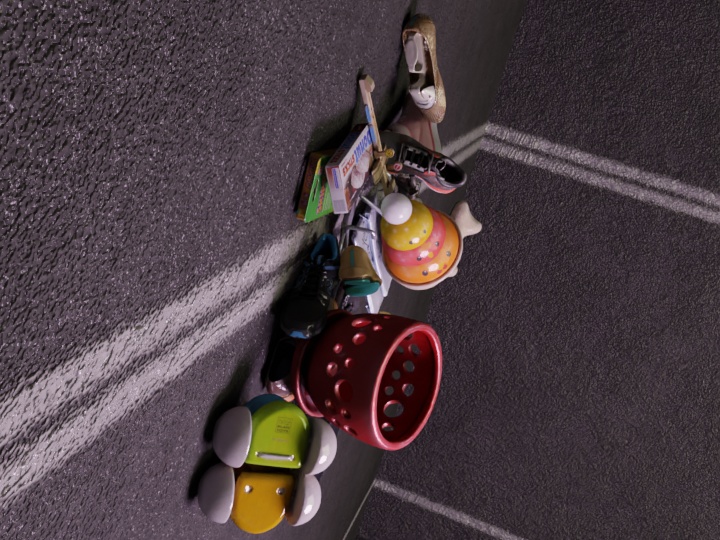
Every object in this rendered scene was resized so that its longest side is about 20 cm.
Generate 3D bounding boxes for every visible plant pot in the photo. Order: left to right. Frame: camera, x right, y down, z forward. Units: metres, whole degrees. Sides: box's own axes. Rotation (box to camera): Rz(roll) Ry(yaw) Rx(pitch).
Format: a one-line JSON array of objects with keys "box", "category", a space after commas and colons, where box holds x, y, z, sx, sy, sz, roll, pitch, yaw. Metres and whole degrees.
[{"box": [0.005, 0.157, 1.254, 0.200, 0.182, 0.201, -26, 123, -48], "category": "plant pot"}]

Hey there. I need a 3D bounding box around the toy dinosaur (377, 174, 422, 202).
[{"box": [0.088, -0.123, 1.491, 0.102, 0.077, 0.201, 65, 2, -62], "category": "toy dinosaur"}]

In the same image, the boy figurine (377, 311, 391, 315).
[{"box": [-0.001, 0.142, 1.589, 0.200, 0.064, 0.125, -41, -161, 28], "category": "boy figurine"}]

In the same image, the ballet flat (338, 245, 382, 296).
[{"box": [0.000, 0.000, 1.293, 0.200, 0.068, 0.063, 83, 1, -81], "category": "ballet flat"}]

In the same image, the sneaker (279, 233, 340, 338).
[{"box": [-0.077, 0.022, 1.239, 0.200, 0.073, 0.082, -74, 172, -50], "category": "sneaker"}]

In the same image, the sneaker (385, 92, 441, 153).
[{"box": [0.084, -0.272, 1.510, 0.075, 0.104, 0.201, 120, -31, -48], "category": "sneaker"}]

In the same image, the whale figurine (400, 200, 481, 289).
[{"box": [0.138, -0.055, 1.576, 0.200, 0.159, 0.104, -41, -157, -1], "category": "whale figurine"}]

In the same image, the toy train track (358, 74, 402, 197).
[{"box": [0.035, -0.211, 1.264, 0.115, 0.032, 0.201, -71, 151, -55], "category": "toy train track"}]

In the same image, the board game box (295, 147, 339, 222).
[{"box": [-0.050, -0.131, 1.196, 0.200, 0.030, 0.096, -44, 150, -73], "category": "board game box"}]

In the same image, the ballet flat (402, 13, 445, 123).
[{"box": [0.106, -0.349, 1.420, 0.065, 0.070, 0.201, -42, 128, -43], "category": "ballet flat"}]

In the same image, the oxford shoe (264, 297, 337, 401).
[{"box": [-0.093, 0.117, 1.307, 0.073, 0.071, 0.200, 80, 31, -59], "category": "oxford shoe"}]

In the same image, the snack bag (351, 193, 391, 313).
[{"box": [0.027, -0.027, 1.534, 0.200, 0.021, 0.189, -65, 147, -61], "category": "snack bag"}]

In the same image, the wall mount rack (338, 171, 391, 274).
[{"box": [0.011, -0.084, 1.396, 0.174, 0.074, 0.201, 94, 9, -67], "category": "wall mount rack"}]

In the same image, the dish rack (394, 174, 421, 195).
[{"box": [0.092, -0.172, 1.656, 0.153, 0.054, 0.201, 173, -68, -78], "category": "dish rack"}]

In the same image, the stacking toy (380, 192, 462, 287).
[{"box": [0.077, -0.067, 1.315, 0.147, 0.146, 0.200, -68, 152, -12], "category": "stacking toy"}]

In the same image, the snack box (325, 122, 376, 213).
[{"box": [-0.012, -0.156, 1.191, 0.200, 0.024, 0.072, -65, 147, -60], "category": "snack box"}]

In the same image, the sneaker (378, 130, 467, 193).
[{"box": [0.103, -0.196, 1.400, 0.082, 0.199, 0.077, 8, -99, 68], "category": "sneaker"}]

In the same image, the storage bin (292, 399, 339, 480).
[{"box": [-0.099, 0.312, 1.550, 0.135, 0.093, 0.201, 61, 48, -76], "category": "storage bin"}]

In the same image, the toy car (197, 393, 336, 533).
[{"box": [-0.142, 0.270, 1.169, 0.150, 0.174, 0.201, -136, -120, -64], "category": "toy car"}]

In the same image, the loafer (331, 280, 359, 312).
[{"box": [-0.022, 0.041, 1.456, 0.200, 0.063, 0.072, -73, -177, -63], "category": "loafer"}]
